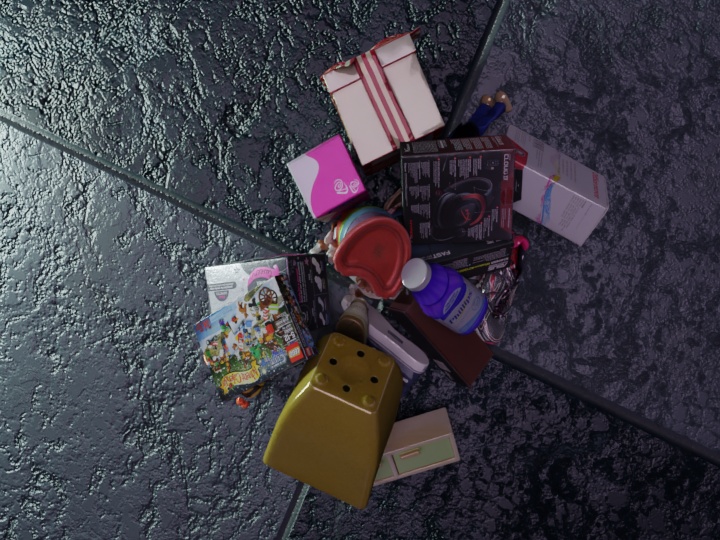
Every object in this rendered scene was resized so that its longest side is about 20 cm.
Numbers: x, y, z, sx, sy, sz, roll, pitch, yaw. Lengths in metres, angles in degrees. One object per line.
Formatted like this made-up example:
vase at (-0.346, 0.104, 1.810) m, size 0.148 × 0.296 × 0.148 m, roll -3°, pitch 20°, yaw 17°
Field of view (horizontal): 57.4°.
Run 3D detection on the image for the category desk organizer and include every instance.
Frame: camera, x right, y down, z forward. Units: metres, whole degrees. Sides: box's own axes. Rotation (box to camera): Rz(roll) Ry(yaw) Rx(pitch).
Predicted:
desk organizer at (0.144, 0.109, 1.169) m, size 0.077 × 0.071 × 0.201 m, roll -47°, pitch 111°, yaw -15°

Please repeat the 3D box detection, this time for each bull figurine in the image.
bull figurine at (0.000, 0.000, 1.191) m, size 0.201 × 0.120 × 0.065 m, roll 50°, pitch 137°, yaw 8°

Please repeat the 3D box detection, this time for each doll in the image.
doll at (0.177, -0.232, 1.157) m, size 0.200 × 0.135 × 0.049 m, roll -45°, pitch 112°, yaw -17°

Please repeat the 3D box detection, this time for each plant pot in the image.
plant pot at (-0.031, 0.224, 1.081) m, size 0.189 × 0.198 × 0.203 m, roll 22°, pitch 135°, yaw 5°

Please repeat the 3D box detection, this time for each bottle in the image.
bottle at (0.133, 0.038, 1.046) m, size 0.065 × 0.199 × 0.085 m, roll 35°, pitch 92°, yaw 41°

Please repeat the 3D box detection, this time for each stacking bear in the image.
stacking bear at (0.008, -0.052, 1.083) m, size 0.119 × 0.200 × 0.116 m, roll 30°, pitch 97°, yaw -18°

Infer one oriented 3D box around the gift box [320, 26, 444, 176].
gift box at (0.044, -0.294, 1.129) m, size 0.180 × 0.200 × 0.192 m, roll -24°, pitch 89°, yaw -1°

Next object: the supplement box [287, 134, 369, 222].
supplement box at (-0.049, -0.152, 1.134) m, size 0.099 × 0.200 × 0.106 m, roll -27°, pitch 90°, yaw 4°

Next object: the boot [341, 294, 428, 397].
boot at (0.026, 0.141, 1.207) m, size 0.199 × 0.072 × 0.091 m, roll 41°, pitch 113°, yaw 13°

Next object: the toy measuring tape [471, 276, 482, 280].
toy measuring tape at (0.144, -0.009, 1.192) m, size 0.193 × 0.074 × 0.076 m, roll 13°, pitch 93°, yaw 3°

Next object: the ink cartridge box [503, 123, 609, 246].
ink cartridge box at (0.316, -0.149, 1.132) m, size 0.196 × 0.148 × 0.087 m, roll 30°, pitch 124°, yaw 1°

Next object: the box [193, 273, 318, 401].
box at (-0.174, 0.112, 1.072) m, size 0.197 × 0.037 × 0.140 m, roll -29°, pitch 81°, yaw 28°

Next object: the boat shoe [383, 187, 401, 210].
boat shoe at (0.128, -0.150, 1.191) m, size 0.198 × 0.065 × 0.072 m, roll -38°, pitch 89°, yaw 4°

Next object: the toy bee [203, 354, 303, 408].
toy bee at (-0.214, 0.182, 1.177) m, size 0.130 × 0.196 × 0.111 m, roll 39°, pitch 64°, yaw -37°

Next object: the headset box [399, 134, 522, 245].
headset box at (0.161, -0.127, 1.044) m, size 0.193 × 0.076 × 0.153 m, roll -4°, pitch 117°, yaw 3°

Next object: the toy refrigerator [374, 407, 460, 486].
toy refrigerator at (0.076, 0.326, 1.193) m, size 0.194 × 0.071 × 0.078 m, roll -17°, pitch 124°, yaw 4°

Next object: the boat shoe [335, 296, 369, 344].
boat shoe at (-0.019, 0.135, 1.176) m, size 0.071 × 0.064 × 0.204 m, roll 17°, pitch 135°, yaw 9°

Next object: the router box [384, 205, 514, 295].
router box at (0.145, -0.055, 1.133) m, size 0.194 × 0.063 × 0.152 m, roll -15°, pitch 48°, yaw -9°

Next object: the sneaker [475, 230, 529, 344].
sneaker at (0.247, 0.030, 1.171) m, size 0.078 × 0.074 × 0.207 m, roll 5°, pitch 94°, yaw -31°

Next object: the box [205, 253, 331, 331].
box at (-0.164, 0.045, 1.151) m, size 0.195 × 0.114 × 0.137 m, roll -5°, pitch 92°, yaw 32°
